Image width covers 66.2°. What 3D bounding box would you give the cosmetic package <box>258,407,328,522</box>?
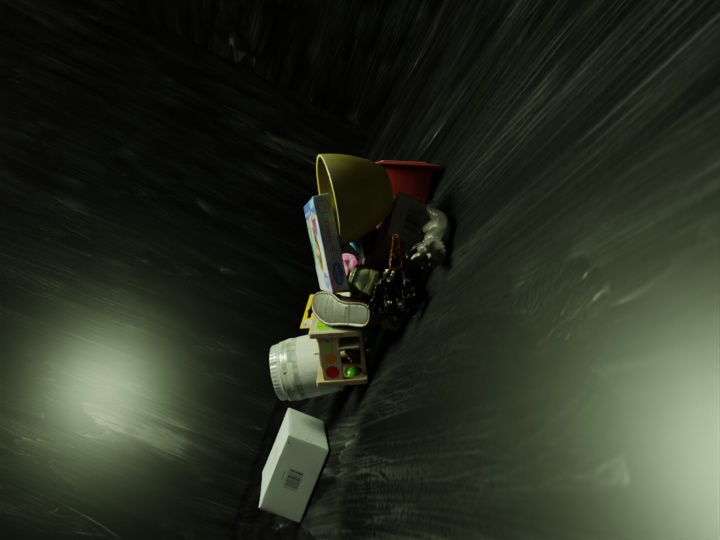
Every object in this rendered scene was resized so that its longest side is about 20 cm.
[{"bbox_3d":[-0.178,0.513,1.477,0.200,0.120,0.204,-143,75,-80],"label":"cosmetic package"}]

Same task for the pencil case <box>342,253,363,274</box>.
[{"bbox_3d":[0.000,0.000,1.451,0.092,0.093,0.199,-59,-24,11],"label":"pencil case"}]

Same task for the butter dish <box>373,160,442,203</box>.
[{"bbox_3d":[0.097,-0.189,1.429,0.199,0.193,0.153,149,120,-75],"label":"butter dish"}]

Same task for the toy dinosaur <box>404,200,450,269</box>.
[{"bbox_3d":[0.149,-0.066,1.116,0.101,0.077,0.202,-29,26,48],"label":"toy dinosaur"}]

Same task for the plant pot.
[{"bbox_3d":[-0.007,-0.166,1.216,0.200,0.138,0.206,166,90,-79],"label":"plant pot"}]

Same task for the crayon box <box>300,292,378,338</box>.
[{"bbox_3d":[-0.047,0.117,1.435,0.128,0.194,0.053,-77,-23,-47],"label":"crayon box"}]

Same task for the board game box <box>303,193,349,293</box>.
[{"bbox_3d":[-0.080,-0.057,1.236,0.200,0.040,0.206,178,79,-79],"label":"board game box"}]

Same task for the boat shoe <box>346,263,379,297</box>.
[{"bbox_3d":[-0.005,0.015,1.225,0.200,0.061,0.075,158,133,-79],"label":"boat shoe"}]

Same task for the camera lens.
[{"bbox_3d":[-0.129,0.254,1.475,0.160,0.194,0.165,-12,-90,-86],"label":"camera lens"}]

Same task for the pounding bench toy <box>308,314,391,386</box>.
[{"bbox_3d":[-0.010,0.181,1.305,0.125,0.193,0.161,-81,-15,-66],"label":"pounding bench toy"}]

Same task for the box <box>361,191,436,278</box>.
[{"bbox_3d":[0.087,-0.064,1.304,0.201,0.106,0.131,126,164,-55],"label":"box"}]

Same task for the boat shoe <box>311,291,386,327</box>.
[{"bbox_3d":[-0.029,0.093,1.239,0.197,0.067,0.074,14,96,43],"label":"boat shoe"}]

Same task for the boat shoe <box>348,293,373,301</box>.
[{"bbox_3d":[0.032,0.048,1.307,0.198,0.072,0.068,-163,70,-64],"label":"boat shoe"}]

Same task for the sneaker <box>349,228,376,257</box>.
[{"bbox_3d":[-0.018,-0.088,1.358,0.080,0.088,0.200,-65,11,3],"label":"sneaker"}]

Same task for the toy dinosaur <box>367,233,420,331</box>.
[{"bbox_3d":[0.067,0.033,1.140,0.099,0.205,0.136,-18,19,13],"label":"toy dinosaur"}]
